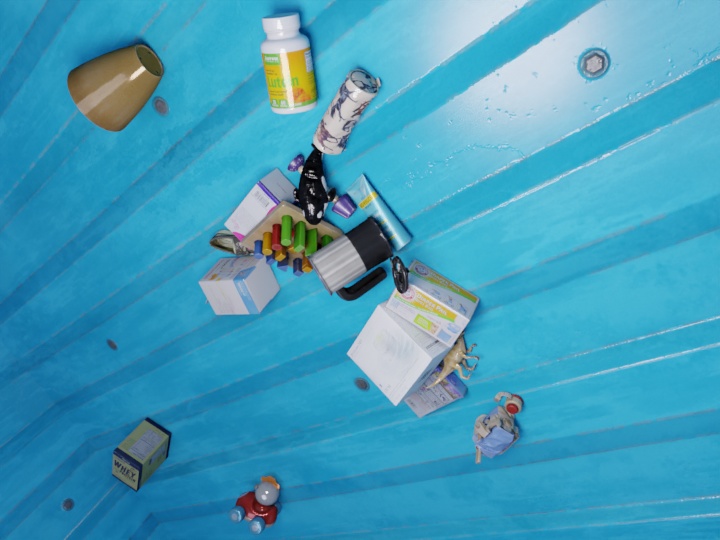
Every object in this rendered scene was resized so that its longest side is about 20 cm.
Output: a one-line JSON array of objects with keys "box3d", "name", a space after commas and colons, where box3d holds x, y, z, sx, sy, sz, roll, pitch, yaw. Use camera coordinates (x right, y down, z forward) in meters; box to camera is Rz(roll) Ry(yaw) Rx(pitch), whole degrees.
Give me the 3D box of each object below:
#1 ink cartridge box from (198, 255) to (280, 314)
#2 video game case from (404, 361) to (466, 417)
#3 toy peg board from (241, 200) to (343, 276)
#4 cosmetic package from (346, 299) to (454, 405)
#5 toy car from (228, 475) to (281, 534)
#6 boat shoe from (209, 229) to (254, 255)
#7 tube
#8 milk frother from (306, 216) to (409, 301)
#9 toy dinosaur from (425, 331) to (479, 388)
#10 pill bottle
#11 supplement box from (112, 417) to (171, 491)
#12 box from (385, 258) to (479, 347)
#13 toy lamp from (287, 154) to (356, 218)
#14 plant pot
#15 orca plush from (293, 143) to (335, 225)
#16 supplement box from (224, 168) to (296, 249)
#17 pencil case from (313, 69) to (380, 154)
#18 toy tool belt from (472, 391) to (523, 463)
[{"box3d": [-0.369, 0.045, 1.719, 0.199, 0.129, 0.126, -3, 123, 28], "name": "ink cartridge box"}, {"box3d": [0.173, 0.310, 1.657, 0.200, 0.045, 0.181, 48, 129, -6], "name": "video game case"}, {"box3d": [-0.179, -0.054, 1.515, 0.199, 0.098, 0.199, 26, 135, -34], "name": "toy peg board"}, {"box3d": [0.101, 0.208, 1.538, 0.200, 0.123, 0.200, 45, 126, 20], "name": "cosmetic package"}, {"box3d": [-0.391, 0.889, 2.280, 0.176, 0.184, 0.201, 22, 98, 15], "name": "toy car"}, {"box3d": [-0.349, -0.071, 1.681, 0.200, 0.066, 0.072, 11, 124, 22], "name": "boat shoe"}, {"box3d": [0.048, -0.142, 1.441, 0.200, 0.050, 0.077, 50, 130, -3], "name": "tube"}, {"box3d": [0.000, 0.000, 1.398, 0.188, 0.200, 0.181, -33, 110, -5], "name": "milk frother"}, {"box3d": [0.259, 0.248, 1.564, 0.101, 0.058, 0.201, 28, 109, 14], "name": "toy dinosaur"}, {"box3d": [-0.163, -0.466, 1.301, 0.110, 0.111, 0.201, 7, 123, 24], "name": "pill bottle"}, {"box3d": [-0.923, 0.776, 2.439, 0.134, 0.200, 0.201, 29, 129, 9], "name": "supplement box"}, {"box3d": [0.182, 0.081, 1.470, 0.199, 0.101, 0.113, 31, 129, 7], "name": "box"}, {"box3d": [-0.094, -0.210, 1.466, 0.200, 0.058, 0.058, 44, 130, 0], "name": "toy lamp"}, {"box3d": [-0.615, -0.491, 1.501, 0.199, 0.187, 0.187, -24, 107, 22], "name": "plant pot"}, {"box3d": [-0.108, -0.212, 1.402, 0.105, 0.071, 0.201, 19, 95, 3], "name": "orca plush"}, {"box3d": [-0.262, -0.163, 1.554, 0.101, 0.103, 0.200, 46, 128, -6], "name": "supplement box"}, {"box3d": [-0.032, -0.360, 1.322, 0.078, 0.089, 0.200, 58, 133, 22], "name": "pencil case"}, {"box3d": [0.375, 0.441, 1.581, 0.124, 0.123, 0.201, 31, 129, 7], "name": "toy tool belt"}]
